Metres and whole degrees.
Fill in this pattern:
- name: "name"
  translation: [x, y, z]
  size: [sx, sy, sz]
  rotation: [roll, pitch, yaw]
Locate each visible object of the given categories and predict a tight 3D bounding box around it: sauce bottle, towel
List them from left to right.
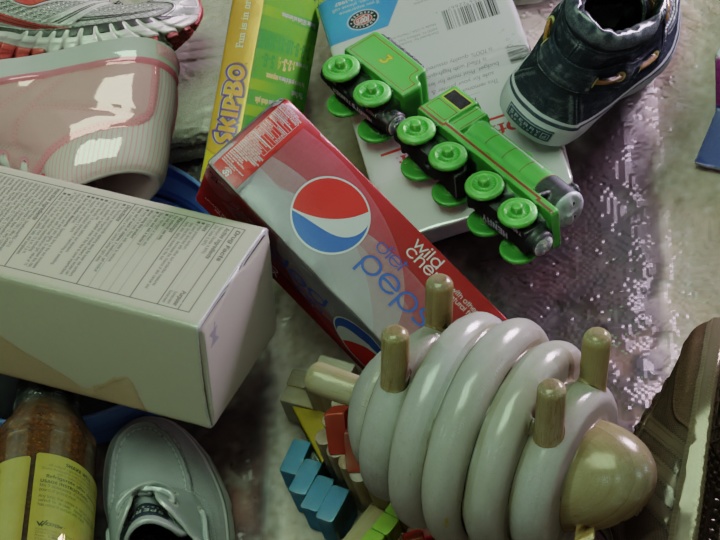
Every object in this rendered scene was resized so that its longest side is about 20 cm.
- name: "sauce bottle"
  translation: [-0.174, 0.124, 1.545]
  size: [0.066, 0.066, 0.200]
  rotation: [-7, 47, 11]
- name: "towel"
  translation: [-0.134, -0.119, 1.786]
  size: [0.199, 0.035, 0.133]
  rotation: [-8, 53, 9]

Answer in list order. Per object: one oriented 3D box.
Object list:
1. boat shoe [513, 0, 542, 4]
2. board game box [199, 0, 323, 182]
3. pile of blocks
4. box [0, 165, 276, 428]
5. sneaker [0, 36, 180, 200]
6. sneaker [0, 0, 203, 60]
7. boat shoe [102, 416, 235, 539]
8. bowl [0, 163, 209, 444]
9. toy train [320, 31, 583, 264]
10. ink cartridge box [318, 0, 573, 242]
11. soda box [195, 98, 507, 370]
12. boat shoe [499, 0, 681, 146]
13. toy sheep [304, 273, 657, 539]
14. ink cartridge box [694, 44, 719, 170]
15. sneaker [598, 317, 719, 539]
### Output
- name: "boat shoe"
  translation: [0.052, -0.230, 1.792]
  size: [0.200, 0.070, 0.072]
  rotation: [23, 66, 32]
- name: "board game box"
  translation: [-0.056, -0.115, 1.683]
  size: [0.030, 0.096, 0.201]
  rotation: [2, 74, 18]
- name: "pile of blocks"
  translation: [-0.004, 0.121, 1.545]
  size: [0.082, 0.062, 0.200]
  rotation: [-30, 51, -8]
- name: "box"
  translation: [-0.155, 0.010, 1.564]
  size: [0.199, 0.078, 0.095]
  rotation: [15, 43, 20]
- name: "sneaker"
  translation: [-0.200, -0.068, 1.687]
  size: [0.200, 0.075, 0.105]
  rotation: [-12, 67, 21]
- name: "sneaker"
  translation: [-0.194, -0.160, 1.725]
  size: [0.199, 0.078, 0.082]
  rotation: [-2, 79, -15]
- name: "boat shoe"
  translation: [-0.109, 0.153, 1.547]
  size: [0.072, 0.069, 0.200]
  rotation: [-13, 51, 6]
- name: "bowl"
  translation: [-0.166, 0.019, 1.685]
  size: [0.200, 0.039, 0.201]
  rotation: [-8, 52, 11]
- name: "toy train"
  translation: [0.052, -0.072, 1.606]
  size: [0.056, 0.042, 0.200]
  rotation: [-32, 51, -22]
- name: "ink cartridge box"
  translation: [0.055, -0.088, 1.684]
  size: [0.116, 0.067, 0.200]
  rotation: [-17, 51, 2]
- name: "soda box"
  translation: [0.000, 0.000, 1.577]
  size: [0.063, 0.070, 0.200]
  rotation: [-42, 85, -17]
- name: "boat shoe"
  translation: [0.156, -0.149, 1.647]
  size: [0.071, 0.091, 0.200]
  rotation: [37, 39, 3]
- name: "toy sheep"
  translation: [0.062, 0.080, 1.463]
  size: [0.200, 0.138, 0.138]
  rotation: [22, 62, 25]
- name: "ink cartridge box"
  translation: [0.316, -0.133, 1.661]
  size: [0.196, 0.043, 0.200]
  rotation: [11, 56, 23]
- name: "sneaker"
  translation: [0.156, 0.109, 1.504]
  size: [0.075, 0.071, 0.200]
  rotation: [0, 52, 22]
